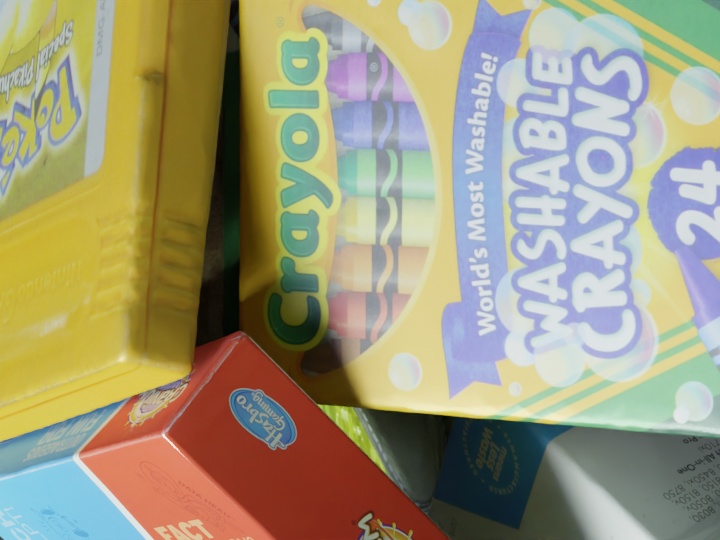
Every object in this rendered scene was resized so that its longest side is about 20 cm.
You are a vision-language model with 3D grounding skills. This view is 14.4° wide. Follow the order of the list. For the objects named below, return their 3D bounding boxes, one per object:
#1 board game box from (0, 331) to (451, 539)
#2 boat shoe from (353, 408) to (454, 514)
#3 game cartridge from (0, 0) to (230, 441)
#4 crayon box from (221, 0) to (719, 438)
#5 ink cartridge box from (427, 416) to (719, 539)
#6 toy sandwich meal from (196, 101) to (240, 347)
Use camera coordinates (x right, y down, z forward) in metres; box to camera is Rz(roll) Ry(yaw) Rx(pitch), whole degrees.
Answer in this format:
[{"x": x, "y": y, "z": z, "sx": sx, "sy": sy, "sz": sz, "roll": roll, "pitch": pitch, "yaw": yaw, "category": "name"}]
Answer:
[{"x": -0.013, "y": 0.110, "z": 0.857, "sx": 0.200, "sy": 0.040, "sz": 0.153, "roll": 45, "pitch": 152, "yaw": -15, "category": "board game box"}, {"x": 0.000, "y": 0.000, "z": 0.950, "sx": 0.072, "sy": 0.062, "sz": 0.200, "roll": -5, "pitch": 105, "yaw": 56, "category": "boat shoe"}, {"x": -0.094, "y": -0.052, "z": 0.864, "sx": 0.176, "sy": 0.032, "sz": 0.200, "roll": -21, "pitch": 59, "yaw": 56, "category": "game cartridge"}, {"x": 0.035, "y": -0.023, "z": 0.798, "sx": 0.200, "sy": 0.052, "sz": 0.126, "roll": 3, "pitch": 96, "yaw": 28, "category": "crayon box"}, {"x": 0.108, "y": 0.117, "z": 0.860, "sx": 0.200, "sy": 0.068, "sz": 0.116, "roll": 44, "pitch": 142, "yaw": 31, "category": "ink cartridge box"}, {"x": -0.073, "y": -0.003, "z": 0.960, "sx": 0.205, "sy": 0.070, "sz": 0.205, "roll": 15, "pitch": 109, "yaw": 51, "category": "toy sandwich meal"}]
